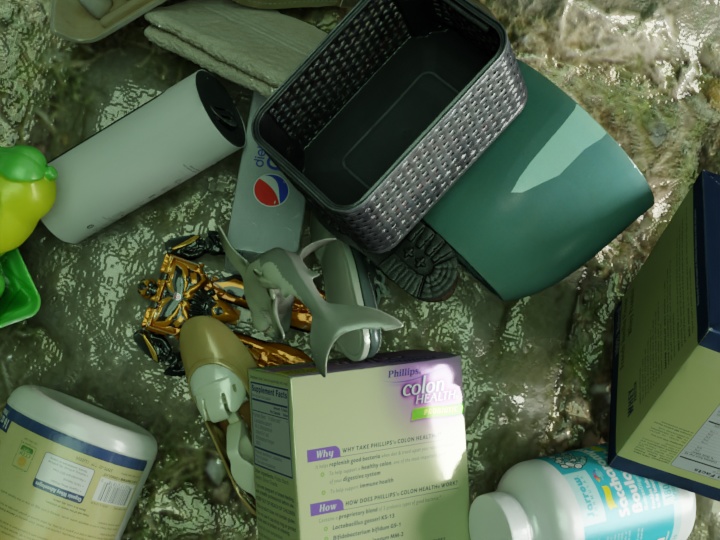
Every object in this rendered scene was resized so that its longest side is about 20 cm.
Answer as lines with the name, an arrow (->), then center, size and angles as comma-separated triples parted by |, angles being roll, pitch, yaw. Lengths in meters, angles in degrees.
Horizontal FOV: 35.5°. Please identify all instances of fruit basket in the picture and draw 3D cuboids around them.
fruit basket -> -0.364, -0.040, 0.994 | 0.155, 0.215, 0.217 | -23, 86, -41

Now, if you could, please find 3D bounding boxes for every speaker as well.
speaker -> -0.205, -0.103, 1.036 | 0.199, 0.081, 0.082 | -27, 87, 18

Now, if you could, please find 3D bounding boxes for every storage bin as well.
storage bin -> 0.026, -0.133, 0.935 | 0.200, 0.094, 0.135 | -46, 62, -3

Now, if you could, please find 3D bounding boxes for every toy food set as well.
toy food set -> -0.208, -0.313, 1.038 | 0.199, 0.060, 0.145 | -21, 57, 28

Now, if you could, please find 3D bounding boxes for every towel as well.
towel -> -0.093, -0.206, 1.047 | 0.199, 0.132, 0.035 | 30, 126, 26

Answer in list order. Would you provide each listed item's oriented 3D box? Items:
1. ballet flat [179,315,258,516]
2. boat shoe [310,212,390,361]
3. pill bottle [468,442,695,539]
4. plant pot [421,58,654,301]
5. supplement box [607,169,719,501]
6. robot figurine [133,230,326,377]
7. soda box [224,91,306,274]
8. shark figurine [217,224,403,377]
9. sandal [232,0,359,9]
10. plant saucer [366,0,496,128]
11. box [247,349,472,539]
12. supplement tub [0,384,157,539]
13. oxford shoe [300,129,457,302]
ballet flat -> -0.113, 0.137, 1.031 | 0.068, 0.063, 0.201 | -19, 109, 15
boat shoe -> 0.000, 0.000, 1.047 | 0.061, 0.073, 0.201 | 4, 44, -20
pill bottle -> 0.199, 0.221, 1.026 | 0.198, 0.111, 0.112 | -7, 85, -29
plant pot -> 0.143, -0.071, 1.042 | 0.201, 0.201, 0.161 | 44, 91, 1
supplement box -> 0.322, 0.063, 0.999 | 0.133, 0.201, 0.201 | 18, 45, -2
robot figurine -> -0.119, 0.044, 1.075 | 0.198, 0.058, 0.146 | 18, 83, -3
soda box -> -0.081, -0.094, 1.062 | 0.068, 0.064, 0.202 | 9, 67, -5
shark figurine -> -0.047, 0.003, 0.943 | 0.089, 0.214, 0.129 | -29, 102, -19
sandal -> -0.075, -0.298, 1.112 | 0.210, 0.070, 0.078 | 2, 107, -25
plant saucer -> 0.044, -0.175, 1.050 | 0.029, 0.199, 0.201 | 33, 82, -39
box -> 0.000, 0.181, 1.014 | 0.174, 0.096, 0.202 | -5, 93, -28
supplement tub -> -0.281, 0.218, 1.004 | 0.143, 0.144, 0.202 | 23, 83, -2
oxford shoe -> 0.011, -0.043, 1.010 | 0.073, 0.084, 0.200 | -40, 74, 1
